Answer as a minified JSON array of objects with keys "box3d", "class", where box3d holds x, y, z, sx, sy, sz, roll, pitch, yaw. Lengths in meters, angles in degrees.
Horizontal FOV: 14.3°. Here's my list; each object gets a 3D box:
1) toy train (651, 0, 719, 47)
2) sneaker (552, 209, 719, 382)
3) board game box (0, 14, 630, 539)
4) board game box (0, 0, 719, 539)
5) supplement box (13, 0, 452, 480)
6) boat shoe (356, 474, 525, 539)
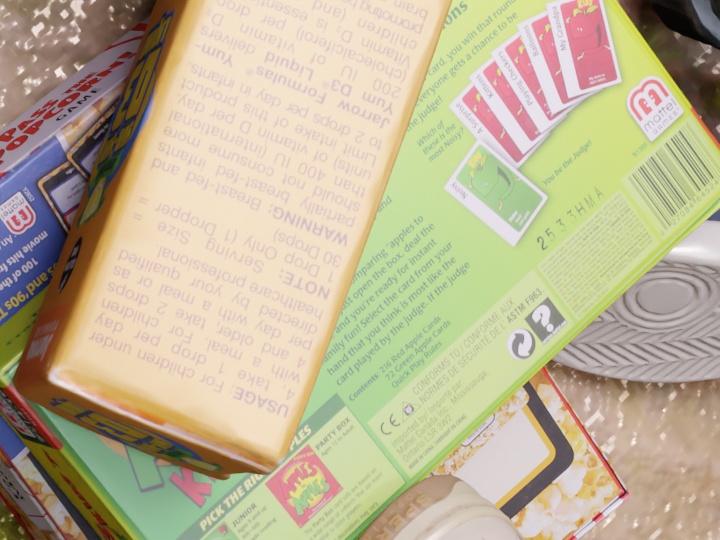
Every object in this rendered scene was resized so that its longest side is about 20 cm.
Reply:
[{"box3d":[0.151,-0.098,0.818,0.113,0.200,0.086,-17,105,-7],"class":"toy train"},{"box3d":[0.130,-0.020,0.895,0.198,0.075,0.085,0,56,-9],"class":"sneaker"},{"box3d":[-0.033,0.033,0.831,0.151,0.046,0.201,-39,108,-16],"class":"board game box"},{"box3d":[0.000,0.000,0.788,0.200,0.048,0.102,-42,105,-15],"class":"board game box"},{"box3d":[-0.022,-0.051,0.721,0.068,0.067,0.201,20,79,-12],"class":"supplement box"},{"box3d":[0.055,0.125,0.824,0.071,0.064,0.200,-50,148,-2],"class":"boat shoe"}]
